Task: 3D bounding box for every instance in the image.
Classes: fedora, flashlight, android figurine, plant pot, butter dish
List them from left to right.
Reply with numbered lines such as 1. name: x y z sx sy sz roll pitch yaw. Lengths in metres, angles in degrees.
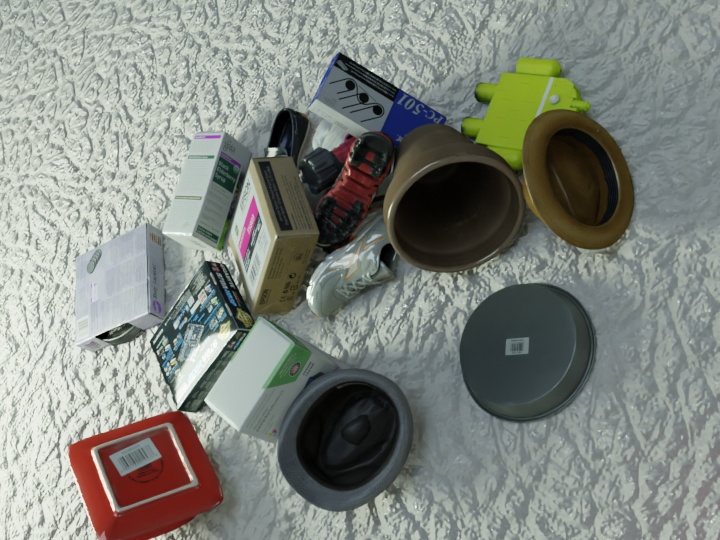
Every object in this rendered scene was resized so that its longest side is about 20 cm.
1. butter dish: -0.335 0.348 1.588 0.199 0.148 0.200 -16 49 -23
2. fedora: -0.017 0.235 1.429 0.176 0.090 0.200 33 85 10
3. flashlight: -0.011 -0.200 1.596 0.200 0.068 0.068 -35 77 -31
4. plant pot: 0.122 -0.125 1.474 0.200 0.200 0.175 -35 36 16
5. android figurine: 0.248 -0.232 1.515 0.199 0.041 0.183 16 79 40
6. fedora: 0.280 -0.117 1.381 0.082 0.200 0.202 -33 46 59

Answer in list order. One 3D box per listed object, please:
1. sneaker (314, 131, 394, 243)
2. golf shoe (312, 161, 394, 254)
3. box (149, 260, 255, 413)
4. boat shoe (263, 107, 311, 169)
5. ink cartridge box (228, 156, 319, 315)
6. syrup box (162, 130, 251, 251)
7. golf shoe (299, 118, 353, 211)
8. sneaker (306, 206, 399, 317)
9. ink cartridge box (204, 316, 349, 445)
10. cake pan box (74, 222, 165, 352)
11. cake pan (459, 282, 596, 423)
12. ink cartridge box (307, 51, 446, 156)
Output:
1. sneaker: -0.005 -0.129 1.535 0.071 0.098 0.201 31 116 1
2. golf shoe: -0.006 -0.113 1.603 0.200 0.088 0.077 -47 50 5
3. box: -0.262 0.109 1.668 0.200 0.046 0.159 -52 49 24
4. boat shoe: -0.139 -0.188 1.744 0.074 0.062 0.201 7 74 34
5. ink cartridge box: -0.141 -0.053 1.608 0.200 0.075 0.165 112 144 -46
6. syrup box: -0.271 -0.141 1.800 0.081 0.079 0.201 5 72 36
7. golf shoe: -0.045 -0.161 1.661 0.091 0.075 0.201 6 74 32
8. sneaker: 0.000 0.000 1.558 0.092 0.076 0.200 41 96 35
9. ink cartridge box: -0.104 0.174 1.466 0.087 0.200 0.146 32 88 36
10. cake pan box: -0.441 0.034 1.855 0.184 0.052 0.201 -25 57 25
11. cake pan: 0.219 0.106 1.381 0.199 0.037 0.201 -14 62 28
12. ink cartridge box: 0.027 -0.243 1.567 0.094 0.199 0.044 -66 15 -21
